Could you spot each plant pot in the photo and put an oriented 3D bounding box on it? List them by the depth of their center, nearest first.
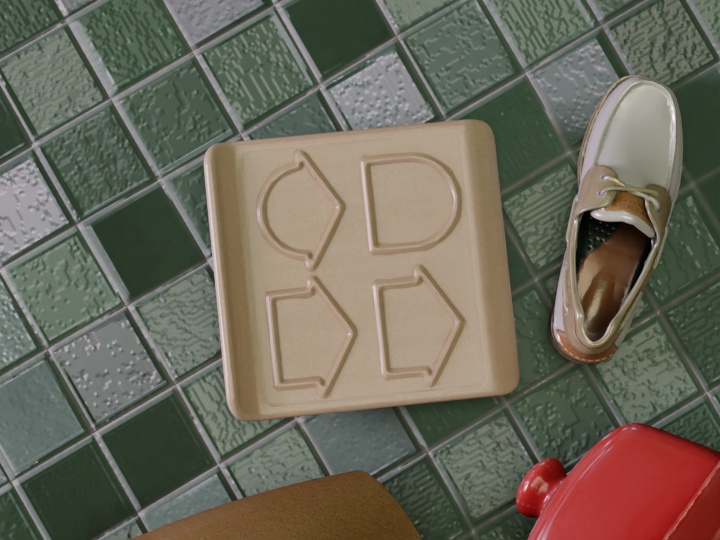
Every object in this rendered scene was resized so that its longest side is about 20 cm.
[{"bbox_3d":[-0.057,0.219,1.498,0.199,0.186,0.187,-31,87,-19],"label":"plant pot"}]

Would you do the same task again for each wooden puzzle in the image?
[{"bbox_3d":[0.000,0.000,1.576,0.199,0.046,0.186,-5,86,-8],"label":"wooden puzzle"}]

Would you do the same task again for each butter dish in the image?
[{"bbox_3d":[0.166,0.175,1.519,0.148,0.199,0.200,34,84,23],"label":"butter dish"}]

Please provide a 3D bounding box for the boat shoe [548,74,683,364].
[{"bbox_3d":[0.177,-0.036,1.574,0.074,0.068,0.201,12,85,-2],"label":"boat shoe"}]
